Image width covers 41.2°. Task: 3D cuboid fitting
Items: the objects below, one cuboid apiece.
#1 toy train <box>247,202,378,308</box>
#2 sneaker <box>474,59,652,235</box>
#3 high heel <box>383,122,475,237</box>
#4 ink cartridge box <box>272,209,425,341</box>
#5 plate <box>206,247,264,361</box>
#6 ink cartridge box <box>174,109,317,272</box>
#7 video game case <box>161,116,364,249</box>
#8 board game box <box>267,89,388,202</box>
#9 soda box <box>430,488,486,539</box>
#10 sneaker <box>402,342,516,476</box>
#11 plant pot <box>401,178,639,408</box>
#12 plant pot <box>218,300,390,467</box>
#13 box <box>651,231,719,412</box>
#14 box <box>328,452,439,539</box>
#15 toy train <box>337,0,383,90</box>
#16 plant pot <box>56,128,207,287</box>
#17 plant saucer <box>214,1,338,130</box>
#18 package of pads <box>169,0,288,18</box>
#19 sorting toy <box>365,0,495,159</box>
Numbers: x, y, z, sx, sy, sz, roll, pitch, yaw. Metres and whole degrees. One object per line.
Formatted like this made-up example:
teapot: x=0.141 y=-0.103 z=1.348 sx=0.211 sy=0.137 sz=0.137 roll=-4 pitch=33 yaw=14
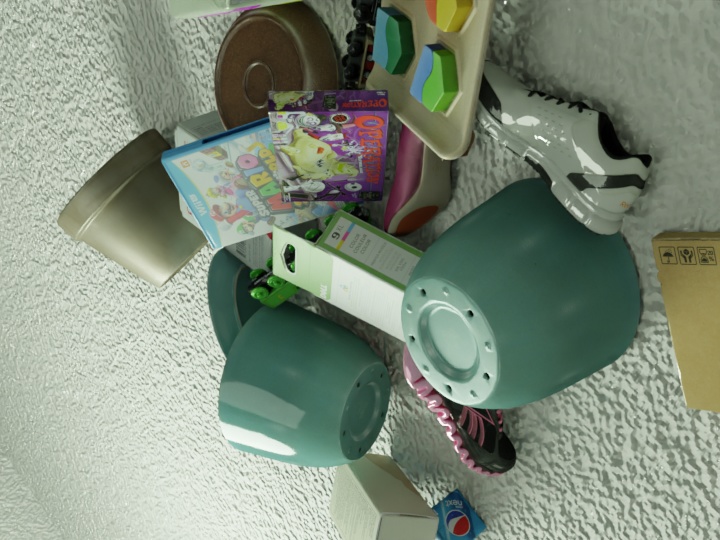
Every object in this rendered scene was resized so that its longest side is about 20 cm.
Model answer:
toy train: x=-0.057 y=-0.015 z=1.161 sx=0.199 sy=0.056 sz=0.042 roll=-33 pitch=46 yaw=28
sneaker: x=0.175 y=-0.127 z=0.849 sx=0.200 sy=0.073 sz=0.080 roll=46 pitch=126 yaw=17
high heel: x=0.059 y=-0.120 z=1.009 sx=0.097 sy=0.066 sz=0.201 roll=65 pitch=146 yaw=25
ink cartridge box: x=0.000 y=0.000 z=1.072 sx=0.197 sy=0.060 sz=0.104 roll=27 pitch=151 yaw=11
plate: x=-0.141 y=0.061 z=1.284 sx=0.025 sy=0.200 sz=0.203 roll=-18 pitch=99 yaw=20
ink cartridge box: x=-0.149 y=-0.102 z=1.253 sx=0.199 sy=0.082 sz=0.148 roll=35 pitch=137 yaw=34
video game case: x=-0.110 y=-0.106 z=1.108 sx=0.197 sy=0.018 sz=0.144 roll=-16 pitch=131 yaw=12
board game box: x=-0.032 y=-0.126 z=1.006 sx=0.201 sy=0.118 sz=0.033 roll=90 pitch=175 yaw=-69
soda box: x=0.088 y=0.368 z=1.266 sx=0.064 sy=0.067 sz=0.201 roll=50 pitch=143 yaw=17
sneaker: x=0.130 y=0.142 z=1.054 sx=0.094 sy=0.079 sz=0.201 roll=-28 pitch=114 yaw=19
plant pot: x=0.135 y=0.036 z=0.908 sx=0.199 sy=0.160 sz=0.204 roll=31 pitch=134 yaw=38
plant pot: x=-0.058 y=0.155 z=1.217 sx=0.159 sy=0.200 sz=0.204 roll=14 pitch=124 yaw=29
box: x=0.339 y=0.049 z=0.777 sx=0.198 sy=0.021 sz=0.166 roll=2 pitch=114 yaw=51
box: x=0.024 y=0.310 z=1.214 sx=0.200 sy=0.076 sz=0.097 roll=-141 pitch=62 yaw=-70
toy train: x=0.004 y=-0.222 z=1.016 sx=0.034 sy=0.045 sz=0.202 roll=-98 pitch=16 yaw=-49
plant pot: x=-0.316 y=-0.076 z=1.416 sx=0.174 sy=0.200 sz=0.200 roll=47 pitch=145 yaw=-5
plant saucer: x=-0.108 y=-0.217 z=1.119 sx=0.198 sy=0.034 sz=0.205 roll=7 pitch=102 yaw=39
package of pads: x=-0.102 y=-0.303 z=0.979 sx=0.199 sy=0.152 sz=0.069 roll=24 pitch=128 yaw=61
sorting toy: x=0.059 y=-0.230 z=0.880 sx=0.186 sy=0.036 sz=0.203 roll=51 pitch=138 yaw=47
